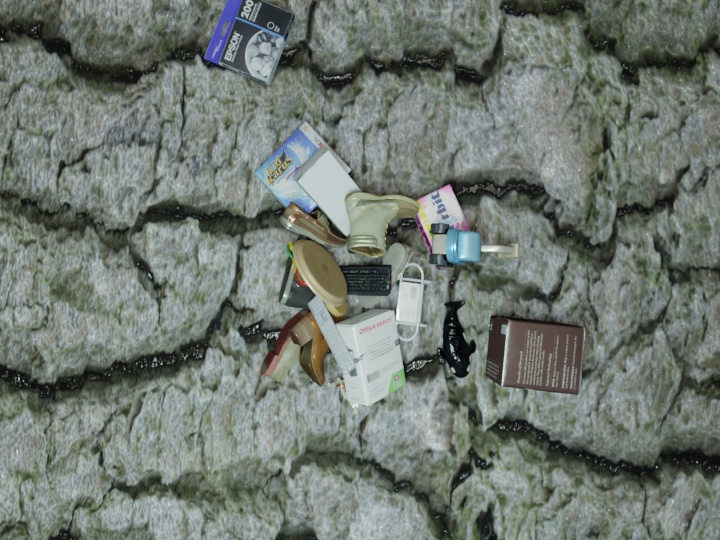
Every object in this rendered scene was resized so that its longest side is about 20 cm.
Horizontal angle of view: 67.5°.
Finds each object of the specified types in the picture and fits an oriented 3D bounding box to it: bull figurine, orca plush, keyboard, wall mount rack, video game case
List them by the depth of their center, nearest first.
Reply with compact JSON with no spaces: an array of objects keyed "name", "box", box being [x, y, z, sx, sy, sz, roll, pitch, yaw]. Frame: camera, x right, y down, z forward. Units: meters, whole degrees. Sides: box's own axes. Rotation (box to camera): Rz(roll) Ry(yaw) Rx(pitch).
[{"name":"keyboard","box":[-0.071,0.157,1.329,0.011,0.056,0.202,-18,73,-39]},{"name":"keyboard","box":[0.000,0.000,1.387,0.197,0.020,0.130,-1,89,41]},{"name":"bull figurine","box":[-0.026,0.270,1.408,0.120,0.064,0.204,17,77,-43]},{"name":"orca plush","box":[0.262,0.185,1.424,0.103,0.071,0.205,7,88,-1]},{"name":"wall mount rack","box":[0.098,0.079,1.427,0.170,0.075,0.205,7,87,-4]},{"name":"video game case","box":[-0.152,-0.261,1.442,0.200,0.045,0.181,-45,89,-2]}]

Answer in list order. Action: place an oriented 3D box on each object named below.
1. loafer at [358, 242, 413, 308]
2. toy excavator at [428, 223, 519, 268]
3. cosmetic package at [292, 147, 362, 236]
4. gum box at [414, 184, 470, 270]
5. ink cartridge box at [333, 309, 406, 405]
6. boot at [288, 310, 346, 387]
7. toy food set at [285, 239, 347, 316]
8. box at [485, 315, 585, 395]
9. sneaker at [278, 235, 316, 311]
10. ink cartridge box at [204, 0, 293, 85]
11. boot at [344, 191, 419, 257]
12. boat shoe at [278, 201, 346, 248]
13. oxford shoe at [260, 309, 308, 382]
[{"name":"loafer","box":[0.070,0.018,1.379,0.072,0.062,0.201,50,120,31]},{"name":"toy excavator","box":[0.285,-0.054,1.344,0.196,0.194,0.102,3,87,24]},{"name":"cosmetic package","box":[-0.069,-0.202,1.385,0.113,0.081,0.201,-42,116,-3]},{"name":"gum box","box":[0.223,-0.110,1.434,0.112,0.066,0.203,-25,89,-3]},{"name":"ink cartridge box","box":[0.026,0.213,1.358,0.144,0.083,0.204,-17,100,-40]},{"name":"boot","box":[-0.095,0.191,1.422,0.154,0.076,0.203,-34,114,-30]},{"name":"toy food set","box":[-0.102,0.008,1.337,0.048,0.199,0.200,-35,47,21]},{"name":"box","box":[0.442,0.211,1.379,0.195,0.166,0.168,6,89,-1]},{"name":"sneaker","box":[-0.143,0.006,1.432,0.105,0.075,0.204,19,79,-21]},{"name":"ink cartridge box","box":[-0.302,-0.631,1.451,0.197,0.043,0.202,21,88,1]},{"name":"boot","box":[0.059,-0.109,1.338,0.196,0.072,0.158,3,65,-17]},{"name":"boat shoe","box":[-0.111,-0.115,1.382,0.198,0.076,0.073,22,100,-36]},{"name":"oxford shoe","box":[-0.184,0.200,1.428,0.074,0.070,0.202,35,86,-27]}]
